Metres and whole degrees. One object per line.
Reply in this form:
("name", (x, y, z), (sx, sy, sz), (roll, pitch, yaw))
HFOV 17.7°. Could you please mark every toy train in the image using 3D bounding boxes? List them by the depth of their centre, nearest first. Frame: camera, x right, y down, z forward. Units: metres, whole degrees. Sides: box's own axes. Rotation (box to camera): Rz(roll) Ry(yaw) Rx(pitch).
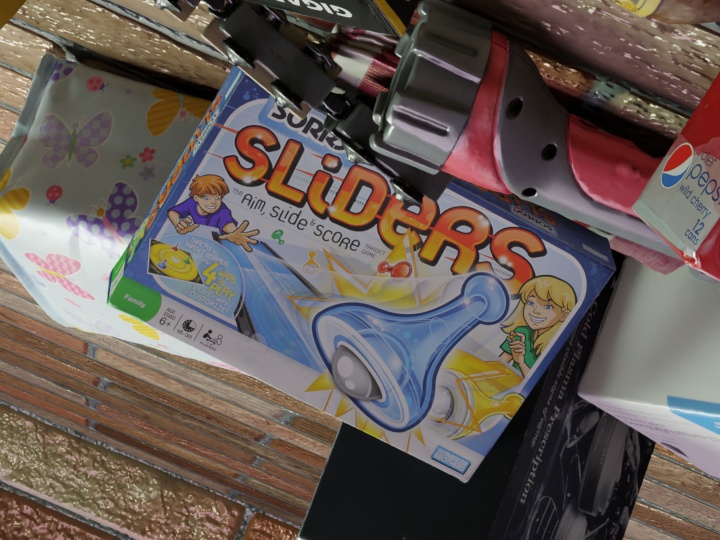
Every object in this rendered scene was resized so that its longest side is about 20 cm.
("toy train", (-0.040, -0.096, 0.981), (0.200, 0.034, 0.046), (38, -178, -19))

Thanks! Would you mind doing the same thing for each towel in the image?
("towel", (0.071, -0.056, 1.053), (0.199, 0.023, 0.144), (25, 170, -3))

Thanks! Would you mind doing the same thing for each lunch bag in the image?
("lunch bag", (-0.095, -0.016, 1.274), (0.168, 0.128, 0.200), (15, 156, 21))

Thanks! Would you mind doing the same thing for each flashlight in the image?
("flashlight", (0.106, -0.046, 0.944), (0.199, 0.068, 0.068), (20, 178, -7))

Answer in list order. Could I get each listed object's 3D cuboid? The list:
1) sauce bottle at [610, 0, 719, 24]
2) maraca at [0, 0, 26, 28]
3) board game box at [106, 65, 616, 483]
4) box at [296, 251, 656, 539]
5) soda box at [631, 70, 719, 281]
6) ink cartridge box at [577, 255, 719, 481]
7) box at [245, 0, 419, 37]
("sauce bottle", (0.078, -0.115, 0.689), (0.199, 0.065, 0.065), (26, 167, -13))
("maraca", (-0.152, -0.113, 0.759), (0.199, 0.137, 0.108), (11, 119, 31))
("board game box", (0.000, 0.000, 1.077), (0.199, 0.136, 0.035), (26, -157, -15))
("box", (0.078, 0.090, 1.235), (0.103, 0.201, 0.182), (15, 166, 27))
("soda box", (0.208, 0.000, 0.894), (0.199, 0.070, 0.063), (27, -166, -24))
("ink cartridge box", (0.232, 0.072, 1.160), (0.199, 0.084, 0.145), (31, 165, -35))
("box", (-0.087, -0.158, 0.837), (0.199, 0.050, 0.160), (17, 164, 27))
